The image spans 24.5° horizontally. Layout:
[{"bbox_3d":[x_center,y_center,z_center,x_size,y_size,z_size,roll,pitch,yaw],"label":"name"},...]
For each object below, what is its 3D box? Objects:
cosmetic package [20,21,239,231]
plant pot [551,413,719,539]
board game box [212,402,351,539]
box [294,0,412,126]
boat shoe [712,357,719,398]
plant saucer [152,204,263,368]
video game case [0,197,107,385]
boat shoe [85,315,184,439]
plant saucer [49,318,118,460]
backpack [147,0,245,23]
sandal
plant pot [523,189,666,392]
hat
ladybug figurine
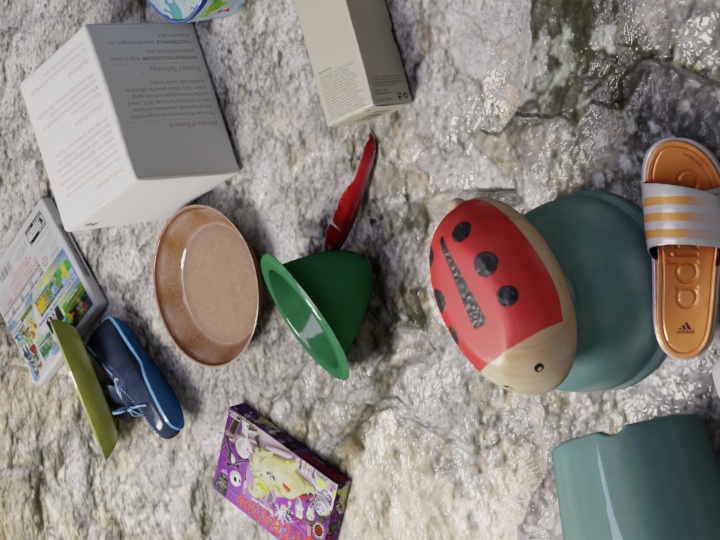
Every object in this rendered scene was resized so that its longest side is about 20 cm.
[{"bbox_3d":[-0.282,-0.175,2.012,0.167,0.166,0.202,-28,77,44],"label":"cosmetic package"},{"bbox_3d":[0.270,0.245,1.538,0.200,0.199,0.198,-25,71,44],"label":"plant pot"},{"bbox_3d":[-0.098,0.259,2.007,0.199,0.032,0.121,30,121,37],"label":"board game box"},{"bbox_3d":[-0.015,-0.263,1.801,0.082,0.068,0.202,-18,84,44],"label":"box"},{"bbox_3d":[0.398,0.141,1.461,0.203,0.074,0.086,57,131,19],"label":"boat shoe"},{"bbox_3d":[-0.180,0.018,2.038,0.199,0.036,0.202,11,105,43],"label":"plant saucer"},{"bbox_3d":[-0.440,0.031,2.307,0.200,0.022,0.183,-48,64,38],"label":"video game case"},{"bbox_3d":[-0.291,0.150,2.141,0.069,0.084,0.200,-41,51,6],"label":"boat shoe"},{"bbox_3d":[-0.360,0.153,2.185,0.200,0.031,0.201,159,90,-78],"label":"plant saucer"},{"bbox_3d":[-0.215,-0.389,1.923,0.200,0.146,0.184,47,129,25],"label":"backpack"},{"bbox_3d":[0.301,-0.017,1.517,0.078,0.059,0.209,-4,97,8],"label":"sandal"},{"bbox_3d":[0.191,0.029,1.604,0.199,0.134,0.202,10,104,43],"label":"plant pot"},{"bbox_3d":[0.000,0.000,1.870,0.166,0.176,0.200,47,164,25],"label":"hat"},{"bbox_3d":[0.122,0.023,1.526,0.136,0.072,0.201,-43,67,40],"label":"ladybug figurine"}]
